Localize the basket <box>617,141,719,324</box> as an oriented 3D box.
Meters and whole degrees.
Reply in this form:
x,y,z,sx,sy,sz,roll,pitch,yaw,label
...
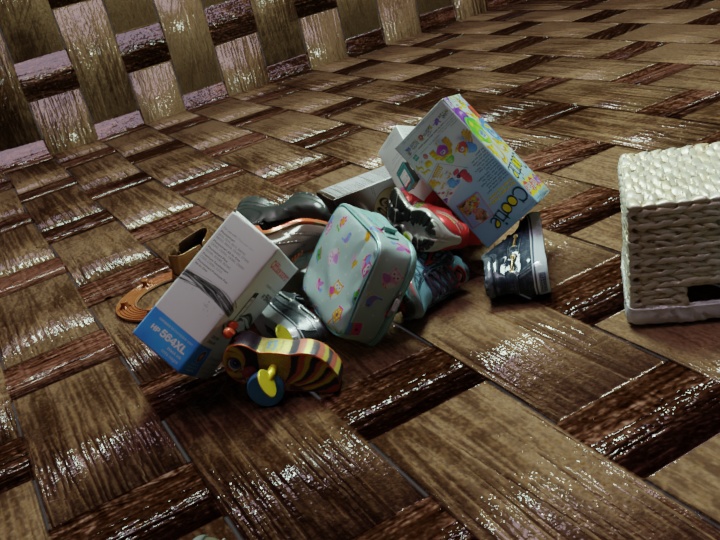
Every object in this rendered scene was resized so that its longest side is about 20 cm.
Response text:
x,y,z,sx,sy,sz,roll,pitch,yaw,label
0.420,-0.051,1.084,0.198,0.161,0.200,-6,26,17,basket

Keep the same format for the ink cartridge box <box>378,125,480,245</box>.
x,y,z,sx,sy,sz,roll,pitch,yaw,label
0.125,-0.135,1.398,0.116,0.067,0.200,-4,55,-37,ink cartridge box

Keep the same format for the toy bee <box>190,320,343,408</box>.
x,y,z,sx,sy,sz,roll,pitch,yaw,label
-0.127,0.114,1.091,0.199,0.109,0.131,-18,27,-7,toy bee

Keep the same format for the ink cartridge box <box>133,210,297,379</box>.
x,y,z,sx,sy,sz,roll,pitch,yaw,label
-0.184,0.037,1.148,0.200,0.084,0.146,-50,-11,-4,ink cartridge box

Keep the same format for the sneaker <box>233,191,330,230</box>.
x,y,z,sx,sy,sz,roll,pitch,yaw,label
-0.139,-0.076,1.445,0.199,0.076,0.091,-3,31,34,sneaker

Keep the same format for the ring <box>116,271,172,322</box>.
x,y,z,sx,sy,sz,roll,pitch,yaw,label
-0.326,0.033,1.514,0.200,0.019,0.201,-13,23,6,ring

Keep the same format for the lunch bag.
x,y,z,sx,sy,sz,roll,pitch,yaw,label
0.000,0.000,1.202,0.077,0.161,0.200,20,15,-28,lunch bag

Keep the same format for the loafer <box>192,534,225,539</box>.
x,y,z,sx,sy,sz,roll,pitch,yaw,label
-0.108,0.295,0.723,0.069,0.075,0.200,-6,26,-11,loafer

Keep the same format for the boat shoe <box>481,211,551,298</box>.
x,y,z,sx,sy,sz,roll,pitch,yaw,label
0.219,-0.026,1.257,0.091,0.071,0.200,-7,25,12,boat shoe

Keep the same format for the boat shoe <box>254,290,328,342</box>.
x,y,z,sx,sy,sz,roll,pitch,yaw,label
-0.109,0.061,1.251,0.068,0.072,0.200,-25,27,-20,boat shoe

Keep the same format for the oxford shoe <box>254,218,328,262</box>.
x,y,z,sx,sy,sz,roll,pitch,yaw,label
-0.116,-0.029,1.330,0.199,0.071,0.073,-10,60,-29,oxford shoe

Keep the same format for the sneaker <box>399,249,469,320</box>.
x,y,z,sx,sy,sz,roll,pitch,yaw,label
0.105,0.004,1.249,0.095,0.080,0.200,-5,24,16,sneaker

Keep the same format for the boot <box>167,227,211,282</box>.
x,y,z,sx,sy,sz,roll,pitch,yaw,label
-0.226,0.005,1.340,0.076,0.156,0.200,-3,25,26,boot

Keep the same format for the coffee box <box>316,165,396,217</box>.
x,y,z,sx,sy,sz,roll,pitch,yaw,label
0.037,-0.112,1.513,0.200,0.113,0.080,-23,24,-19,coffee box

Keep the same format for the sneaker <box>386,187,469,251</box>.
x,y,z,sx,sy,sz,roll,pitch,yaw,label
0.096,-0.068,1.291,0.085,0.077,0.200,3,19,-23,sneaker

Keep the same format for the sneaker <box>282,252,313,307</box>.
x,y,z,sx,sy,sz,roll,pitch,yaw,label
-0.088,0.002,1.394,0.080,0.071,0.200,-22,31,-31,sneaker

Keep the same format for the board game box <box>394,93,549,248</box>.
x,y,z,sx,sy,sz,roll,pitch,yaw,label
0.167,-0.149,1.291,0.105,0.200,0.103,-44,-4,26,board game box
